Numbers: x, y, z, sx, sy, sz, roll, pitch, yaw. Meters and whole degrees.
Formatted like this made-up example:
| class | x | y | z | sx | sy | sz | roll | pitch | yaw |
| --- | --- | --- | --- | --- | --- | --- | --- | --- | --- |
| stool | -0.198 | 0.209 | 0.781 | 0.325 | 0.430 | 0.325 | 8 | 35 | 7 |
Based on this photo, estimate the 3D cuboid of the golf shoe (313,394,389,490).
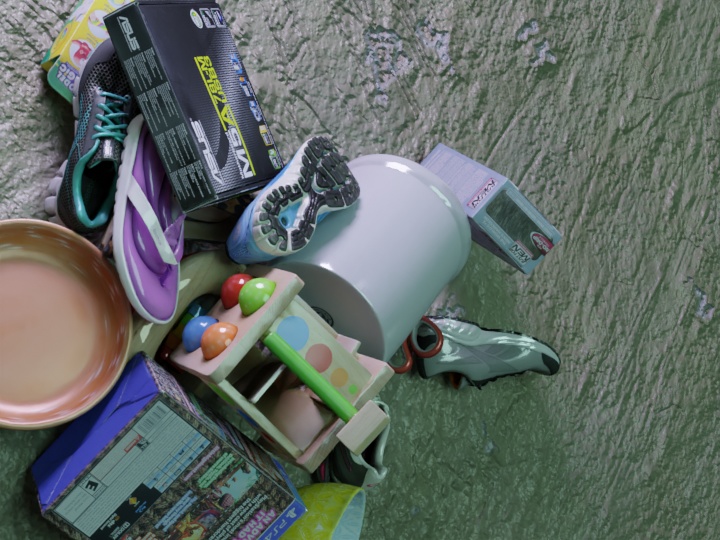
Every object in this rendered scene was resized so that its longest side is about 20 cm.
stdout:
| class | x | y | z | sx | sy | sz | roll | pitch | yaw |
| --- | --- | --- | --- | --- | --- | --- | --- | --- | --- |
| golf shoe | 0.000 | 0.139 | 1.749 | 0.077 | 0.088 | 0.201 | 7 | 75 | -36 |

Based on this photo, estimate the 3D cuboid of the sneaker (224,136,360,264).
| class | x | y | z | sx | sy | sz | roll | pitch | yaw |
| --- | --- | --- | --- | --- | --- | --- | --- | --- | --- |
| sneaker | -0.074 | -0.067 | 1.614 | 0.079 | 0.090 | 0.200 | 58 | 37 | -8 |

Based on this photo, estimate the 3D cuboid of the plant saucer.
| class | x | y | z | sx | sy | sz | roll | pitch | yaw |
| --- | --- | --- | --- | --- | --- | --- | --- | --- | --- |
| plant saucer | -0.312 | 0.052 | 1.513 | 0.199 | 0.037 | 0.201 | 5 | 72 | -16 |

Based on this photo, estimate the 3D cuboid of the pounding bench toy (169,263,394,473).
| class | x | y | z | sx | sy | sz | roll | pitch | yaw |
| --- | --- | --- | --- | --- | --- | --- | --- | --- | --- |
| pounding bench toy | -0.066 | 0.086 | 1.503 | 0.156 | 0.200 | 0.124 | 46 | 77 | -21 |

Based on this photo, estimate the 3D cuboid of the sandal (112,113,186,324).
| class | x | y | z | sx | sy | sz | roll | pitch | yaw |
| --- | --- | --- | --- | --- | --- | --- | --- | --- | --- |
| sandal | -0.189 | -0.053 | 1.520 | 0.082 | 0.050 | 0.204 | 11 | 71 | -52 |

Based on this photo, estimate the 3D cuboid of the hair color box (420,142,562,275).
| class | x | y | z | sx | sy | sz | roll | pitch | yaw |
| --- | --- | --- | --- | --- | --- | --- | --- | --- | --- |
| hair color box | 0.136 | -0.071 | 1.821 | 0.061 | 0.200 | 0.099 | -47 | 114 | -1 |

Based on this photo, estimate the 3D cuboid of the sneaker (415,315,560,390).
| class | x | y | z | sx | sy | sz | roll | pitch | yaw |
| --- | --- | --- | --- | --- | --- | --- | --- | --- | --- |
| sneaker | 0.143 | 0.103 | 1.887 | 0.199 | 0.074 | 0.080 | 12 | 84 | -30 |

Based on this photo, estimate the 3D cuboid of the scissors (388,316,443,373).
| class | x | y | z | sx | sy | sz | roll | pitch | yaw |
| --- | --- | --- | --- | --- | --- | --- | --- | --- | --- |
| scissors | 0.046 | 0.021 | 1.845 | 0.014 | 0.073 | 0.201 | 43 | 31 | -57 |

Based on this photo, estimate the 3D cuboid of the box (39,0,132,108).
| class | x | y | z | sx | sy | sz | roll | pitch | yaw |
| --- | --- | --- | --- | --- | --- | --- | --- | --- | --- |
| box | -0.238 | -0.231 | 1.652 | 0.117 | 0.048 | 0.201 | 41 | 57 | -27 |

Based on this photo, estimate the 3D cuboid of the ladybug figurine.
| class | x | y | z | sx | sy | sz | roll | pitch | yaw |
| --- | --- | --- | --- | --- | --- | --- | --- | --- | --- |
| ladybug figurine | -0.184 | 0.060 | 1.607 | 0.200 | 0.072 | 0.136 | -53 | 139 | -18 |

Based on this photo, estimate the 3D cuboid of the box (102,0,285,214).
| class | x | y | z | sx | sy | sz | roll | pitch | yaw |
| --- | --- | --- | --- | --- | --- | --- | --- | --- | --- |
| box | -0.155 | -0.164 | 1.585 | 0.201 | 0.047 | 0.193 | 68 | 18 | -1 |

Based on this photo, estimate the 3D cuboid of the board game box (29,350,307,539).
| class | x | y | z | sx | sy | sz | roll | pitch | yaw |
| --- | --- | --- | --- | --- | --- | --- | --- | --- | --- |
| board game box | -0.181 | 0.205 | 1.536 | 0.159 | 0.097 | 0.200 | -45 | 117 | 2 |

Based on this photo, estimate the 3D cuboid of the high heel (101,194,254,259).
| class | x | y | z | sx | sy | sz | roll | pitch | yaw |
| --- | --- | --- | --- | --- | --- | --- | --- | --- | --- |
| high heel | -0.168 | -0.039 | 1.605 | 0.142 | 0.071 | 0.200 | 35 | 34 | -5 |

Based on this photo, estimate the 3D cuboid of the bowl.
| class | x | y | z | sx | sy | sz | roll | pitch | yaw |
| --- | --- | --- | --- | --- | --- | --- | --- | --- | --- |
| bowl | -0.078 | 0.296 | 1.631 | 0.107 | 0.200 | 0.201 | 17 | 64 | 11 |

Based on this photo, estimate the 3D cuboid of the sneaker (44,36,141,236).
| class | x | y | z | sx | sy | sz | roll | pitch | yaw |
| --- | --- | --- | --- | --- | --- | --- | --- | --- | --- |
| sneaker | -0.241 | -0.124 | 1.563 | 0.077 | 0.091 | 0.201 | 11 | 95 | -24 |

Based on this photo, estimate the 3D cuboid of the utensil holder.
| class | x | y | z | sx | sy | sz | roll | pitch | yaw |
| --- | --- | --- | --- | --- | --- | --- | --- | --- | --- |
| utensil holder | 0.000 | 0.000 | 1.696 | 0.170 | 0.169 | 0.200 | 56 | 41 | -16 |
